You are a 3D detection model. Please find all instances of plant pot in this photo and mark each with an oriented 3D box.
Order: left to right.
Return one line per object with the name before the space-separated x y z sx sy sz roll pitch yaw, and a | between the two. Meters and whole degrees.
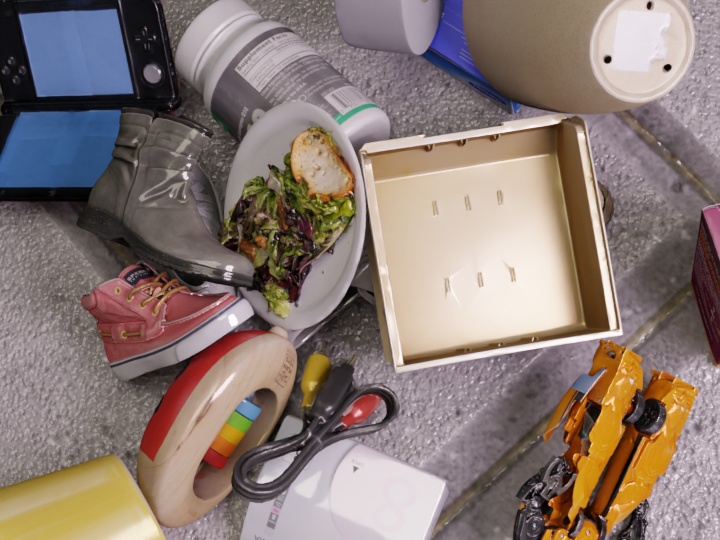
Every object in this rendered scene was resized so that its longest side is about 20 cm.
plant pot | -0.264 0.259 1.314 0.188 0.201 0.202 -28 69 -15
plant pot | 0.203 -0.211 1.314 0.185 0.200 0.189 -4 109 -12

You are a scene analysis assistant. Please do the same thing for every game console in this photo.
game console | -0.286 -0.168 1.465 0.198 0.119 0.174 1 116 21

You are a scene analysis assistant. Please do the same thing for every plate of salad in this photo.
plate of salad | -0.068 -0.048 1.348 0.199 0.048 0.203 2 92 48

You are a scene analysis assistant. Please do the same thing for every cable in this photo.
cable | -0.037 0.145 1.334 0.097 0.050 0.200 33 50 4

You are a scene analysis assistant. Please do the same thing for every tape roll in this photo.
tape roll | 0.033 -0.299 1.379 0.065 0.200 0.202 7 74 14

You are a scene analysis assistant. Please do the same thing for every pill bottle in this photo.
pill bottle | -0.076 -0.162 1.448 0.113 0.113 0.200 -45 70 -6

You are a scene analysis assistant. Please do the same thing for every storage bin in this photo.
storage bin | 0.107 -0.026 1.333 0.198 0.094 0.201 -9 88 -5

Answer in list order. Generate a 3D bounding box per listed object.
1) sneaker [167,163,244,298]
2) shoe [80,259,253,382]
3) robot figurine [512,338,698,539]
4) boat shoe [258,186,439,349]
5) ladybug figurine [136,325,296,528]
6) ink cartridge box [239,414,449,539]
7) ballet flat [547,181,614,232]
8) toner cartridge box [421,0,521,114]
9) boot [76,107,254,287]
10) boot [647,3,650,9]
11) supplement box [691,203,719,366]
sneaker | -0.164 -0.048 1.443 0.074 0.082 0.201 -30 70 0
shoe | -0.179 0.034 1.366 0.071 0.199 0.092 -34 98 -41
robot figurine | 0.201 0.168 1.291 0.201 0.144 0.058 -62 31 0
boat shoe | 0.000 0.000 1.405 0.199 0.072 0.066 -33 74 0
ladybug figurine | -0.131 0.131 1.354 0.072 0.136 0.201 32 81 26
ink cartridge box | -0.031 0.249 1.342 0.161 0.057 0.201 20 72 16
ballet flat | 0.136 -0.076 1.415 0.198 0.046 0.068 14 76 14
toner cartridge box | 0.094 -0.244 1.479 0.199 0.043 0.095 36 83 19
boot | -0.161 -0.071 1.355 0.199 0.068 0.132 23 90 30
boot | 0.207 -0.315 1.428 0.072 0.144 0.200 -39 72 -6
supplement box | 0.342 0.005 1.269 0.109 0.200 0.087 -15 71 5
